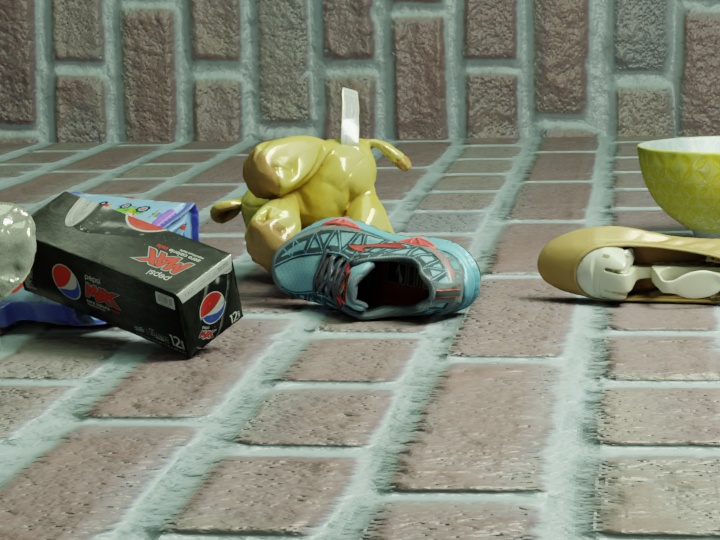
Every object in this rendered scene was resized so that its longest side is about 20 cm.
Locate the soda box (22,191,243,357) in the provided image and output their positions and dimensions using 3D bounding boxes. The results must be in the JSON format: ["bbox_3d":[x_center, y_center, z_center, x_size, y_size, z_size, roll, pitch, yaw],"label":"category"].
[{"bbox_3d":[-0.192,0.001,1.723,0.199,0.064,0.071,20,44,35],"label":"soda box"}]

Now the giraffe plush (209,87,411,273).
[{"bbox_3d":[-0.061,-0.058,2.028,0.172,0.201,0.162,27,-30,-22],"label":"giraffe plush"}]

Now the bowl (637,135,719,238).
[{"bbox_3d":[0.389,-0.080,2.205,0.198,0.109,0.200,-2,9,0],"label":"bowl"}]

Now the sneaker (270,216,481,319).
[{"bbox_3d":[0.000,0.000,1.841,0.199,0.080,0.095,3,12,28],"label":"sneaker"}]

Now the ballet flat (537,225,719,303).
[{"bbox_3d":[0.254,-0.001,1.867,0.198,0.069,0.063,-1,22,10],"label":"ballet flat"}]

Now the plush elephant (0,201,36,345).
[{"bbox_3d":[-0.323,0.003,1.533,0.164,0.156,0.200,19,9,-19],"label":"plush elephant"}]

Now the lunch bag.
[{"bbox_3d":[-0.255,0.009,1.865,0.150,0.095,0.200,6,24,34],"label":"lunch bag"}]
